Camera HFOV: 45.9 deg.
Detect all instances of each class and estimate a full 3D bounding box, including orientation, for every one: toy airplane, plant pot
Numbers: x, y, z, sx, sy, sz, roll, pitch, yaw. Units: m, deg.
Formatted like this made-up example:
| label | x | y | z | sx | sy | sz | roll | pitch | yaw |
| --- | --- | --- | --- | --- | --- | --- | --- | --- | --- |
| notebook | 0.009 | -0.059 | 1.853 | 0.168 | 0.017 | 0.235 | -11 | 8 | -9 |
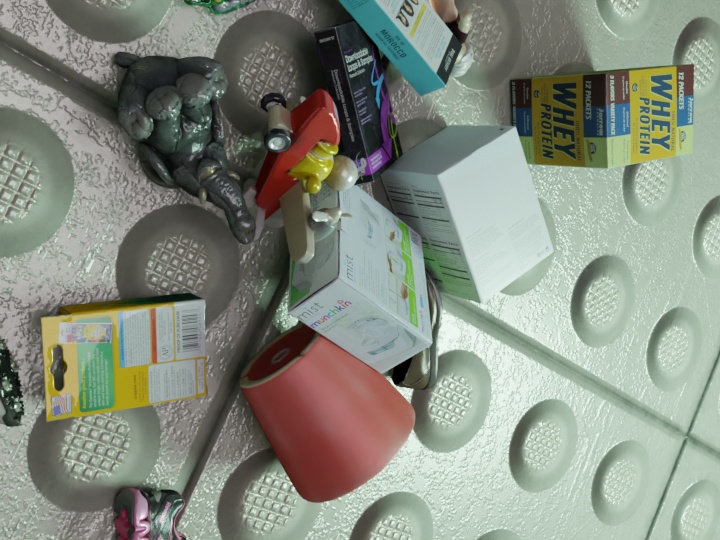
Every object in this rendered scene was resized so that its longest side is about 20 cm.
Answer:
| label | x | y | z | sx | sy | sz | roll | pitch | yaw |
| --- | --- | --- | --- | --- | --- | --- | --- | --- | --- |
| toy airplane | -0.074 | -0.117 | 1.053 | 0.140 | 0.199 | 0.202 | 6 | 95 | -21 |
| plant pot | -0.055 | 0.174 | 1.129 | 0.200 | 0.200 | 0.178 | -42 | 106 | -20 |

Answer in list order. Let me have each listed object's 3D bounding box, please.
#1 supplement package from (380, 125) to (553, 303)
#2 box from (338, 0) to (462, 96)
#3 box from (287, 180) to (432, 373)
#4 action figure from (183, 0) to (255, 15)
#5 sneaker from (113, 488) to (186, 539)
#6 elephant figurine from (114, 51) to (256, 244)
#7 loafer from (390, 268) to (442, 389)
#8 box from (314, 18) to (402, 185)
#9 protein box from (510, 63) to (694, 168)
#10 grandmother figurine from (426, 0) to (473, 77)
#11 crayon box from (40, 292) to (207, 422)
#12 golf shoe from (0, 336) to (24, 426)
| label | x | y | z | sx | sy | sz | roll | pitch | yaw |
| --- | --- | --- | --- | --- | --- | --- | --- | --- | --- |
| supplement package | 0.153 | -0.087 | 1.231 | 0.151 | 0.150 | 0.201 | -33 | 114 | -23 |
| box | 0.050 | -0.333 | 1.124 | 0.200 | 0.049 | 0.083 | 43 | 55 | -30 |
| box | 0.000 | 0.000 | 1.116 | 0.176 | 0.096 | 0.201 | 34 | 36 | -32 |
| action figure | -0.135 | -0.376 | 1.059 | 0.199 | 0.055 | 0.119 | -34 | 118 | -19 |
| sneaker | -0.265 | 0.374 | 1.094 | 0.095 | 0.079 | 0.202 | -1 | 100 | -44 |
| elephant figurine | -0.206 | -0.144 | 1.007 | 0.140 | 0.156 | 0.201 | -6 | 135 | 10 |
| loafer | 0.075 | 0.087 | 1.256 | 0.071 | 0.073 | 0.202 | -12 | 104 | -32 |
| box | 0.002 | -0.230 | 1.133 | 0.143 | 0.036 | 0.202 | -50 | 127 | -61 |
| protein box | 0.373 | -0.240 | 1.318 | 0.197 | 0.199 | 0.136 | -12 | 104 | -30 |
| grandmother figurine | 0.113 | -0.358 | 1.187 | 0.060 | 0.122 | 0.201 | -28 | 135 | -1 |
| crayon box | -0.289 | 0.102 | 1.038 | 0.199 | 0.051 | 0.127 | -5 | 101 | -33 |
| golf shoe | -0.443 | 0.094 | 0.938 | 0.088 | 0.077 | 0.201 | -26 | 110 | -5 |
